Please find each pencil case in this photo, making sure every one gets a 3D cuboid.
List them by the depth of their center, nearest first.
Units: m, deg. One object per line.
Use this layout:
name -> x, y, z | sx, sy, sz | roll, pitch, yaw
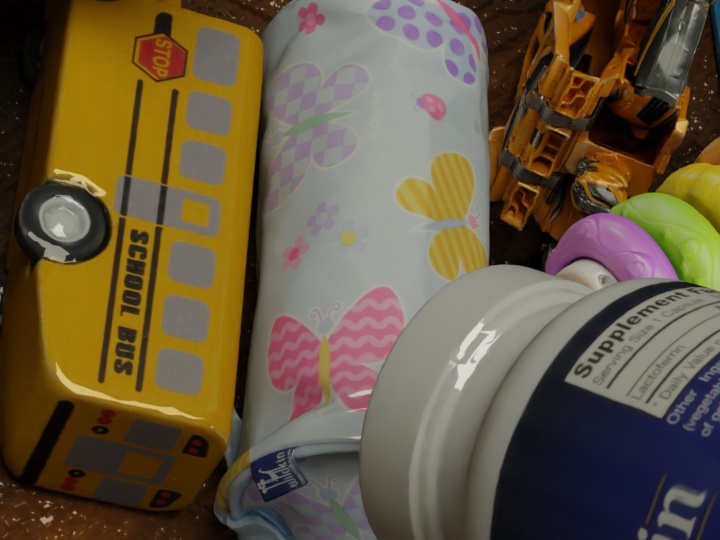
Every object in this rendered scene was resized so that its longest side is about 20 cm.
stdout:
pencil case -> 0.000, 0.000, 0.867 | 0.083, 0.090, 0.201 | 31, 48, -36

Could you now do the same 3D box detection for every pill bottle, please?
pill bottle -> 0.099, 0.068, 0.683 | 0.115, 0.116, 0.199 | -31, 34, -34

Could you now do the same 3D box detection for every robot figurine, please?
robot figurine -> 0.091, -0.089, 0.931 | 0.058, 0.145, 0.201 | 21, 44, -3

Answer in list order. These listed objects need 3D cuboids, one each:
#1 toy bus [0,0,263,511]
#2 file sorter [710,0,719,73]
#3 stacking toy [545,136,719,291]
toy bus -> -0.078, -0.026, 0.863 | 0.078, 0.065, 0.201 | 13, 55, -14
file sorter -> 0.250, -0.091, 0.996 | 0.199, 0.123, 0.140 | 9, 53, -16
stacking toy -> 0.102, 0.013, 0.827 | 0.199, 0.117, 0.110 | -17, 25, -26
